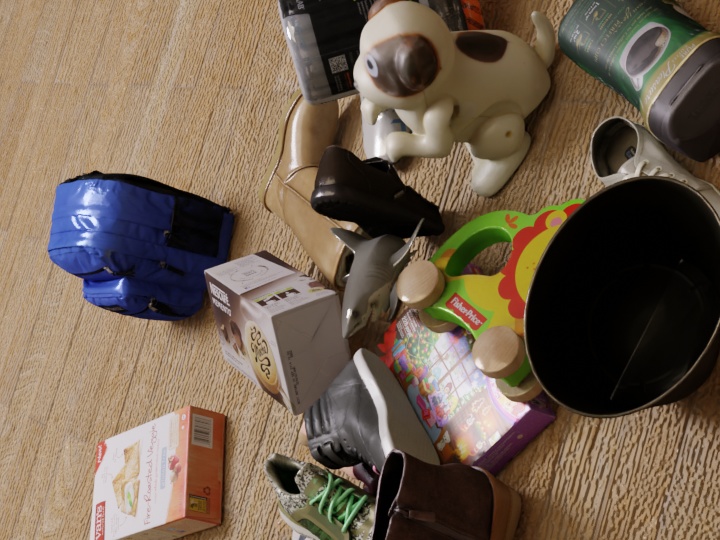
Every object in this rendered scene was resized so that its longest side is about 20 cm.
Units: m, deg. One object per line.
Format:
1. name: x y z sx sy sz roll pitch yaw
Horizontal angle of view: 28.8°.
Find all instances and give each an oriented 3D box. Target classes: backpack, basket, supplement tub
1. backpack: -0.278 -0.032 1.722 0.162 0.199 0.169 -10 67 47
2. basket: 0.216 0.036 1.081 0.136 0.200 0.181 26 88 20
3. supplement tub: 0.022 -0.255 1.460 0.199 0.123 0.123 -16 54 1

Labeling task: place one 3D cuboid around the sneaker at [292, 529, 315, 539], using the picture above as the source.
1. sneaker: 0.000 0.320 1.336 0.129 0.079 0.200 -20 59 44

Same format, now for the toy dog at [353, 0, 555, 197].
1. toy dog: 0.082 -0.184 1.355 0.194 0.199 0.140 -40 48 33

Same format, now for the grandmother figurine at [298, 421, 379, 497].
1. grandmother figurine: 0.008 0.189 1.401 0.200 0.060 0.122 27 105 54

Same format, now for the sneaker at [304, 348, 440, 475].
1. sneaker: 0.008 0.172 1.328 0.099 0.071 0.200 -45 38 16

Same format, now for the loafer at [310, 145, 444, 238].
1. loafer: 0.024 -0.077 1.384 0.073 0.200 0.072 -5 77 29

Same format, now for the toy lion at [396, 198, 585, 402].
1. toy lion: 0.156 0.007 1.271 0.192 0.069 0.200 -47 44 -2

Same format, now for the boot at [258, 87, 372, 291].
1. boot: -0.030 -0.098 1.567 0.200 0.066 0.176 44 121 50

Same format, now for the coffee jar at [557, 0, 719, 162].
1. coffee jar: 0.264 -0.183 1.230 0.104 0.085 0.200 -52 41 17

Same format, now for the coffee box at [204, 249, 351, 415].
1. coffee box: -0.087 0.061 1.490 0.200 0.079 0.114 29 134 60

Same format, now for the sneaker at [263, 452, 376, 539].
1. sneaker: -0.026 0.218 1.296 0.199 0.089 0.077 11 59 48

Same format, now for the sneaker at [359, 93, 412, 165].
1. sneaker: 0.020 -0.205 1.544 0.072 0.072 0.201 -18 63 43

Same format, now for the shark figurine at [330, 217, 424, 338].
1. shark figurine: 0.008 -0.014 1.391 0.129 0.089 0.214 -64 -4 9

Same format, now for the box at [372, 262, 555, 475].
1. box: 0.094 0.105 1.348 0.137 0.039 0.200 -48 43 25

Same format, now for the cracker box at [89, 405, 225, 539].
1. cracker box: -0.244 0.253 1.674 0.200 0.058 0.135 -26 56 42

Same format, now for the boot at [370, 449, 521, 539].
1. boot: 0.063 0.264 1.213 0.072 0.166 0.201 -2 73 47

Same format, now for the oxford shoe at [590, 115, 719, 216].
1. oxford shoe: 0.258 -0.066 1.211 0.075 0.058 0.200 -49 45 19
